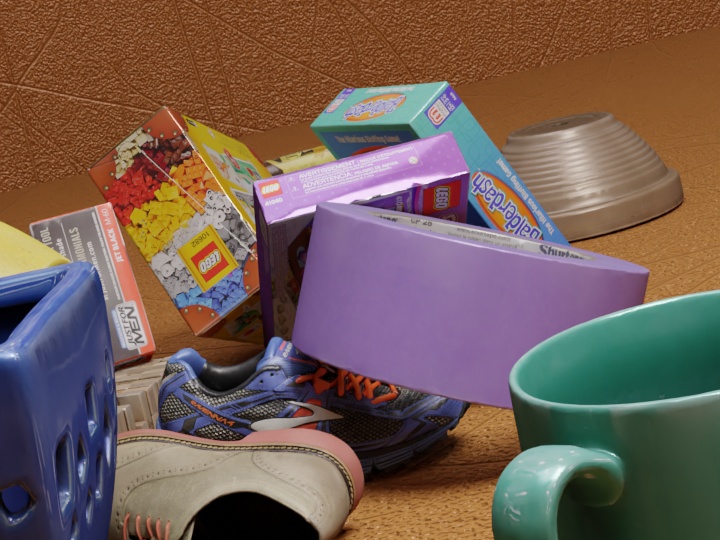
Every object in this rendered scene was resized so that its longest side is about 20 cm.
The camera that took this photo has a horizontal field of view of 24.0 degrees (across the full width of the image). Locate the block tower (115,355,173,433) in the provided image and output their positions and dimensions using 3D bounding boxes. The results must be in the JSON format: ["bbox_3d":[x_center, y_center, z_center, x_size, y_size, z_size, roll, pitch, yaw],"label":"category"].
[{"bbox_3d":[-0.160,0.110,1.077,0.053,0.058,0.200,-10,9,16],"label":"block tower"}]

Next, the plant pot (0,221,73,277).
[{"bbox_3d":[-0.224,0.048,0.927,0.140,0.202,0.200,-3,13,13],"label":"plant pot"}]

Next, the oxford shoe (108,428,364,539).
[{"bbox_3d":[-0.100,0.127,0.886,0.198,0.071,0.075,-12,17,17],"label":"oxford shoe"}]

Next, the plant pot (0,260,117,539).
[{"bbox_3d":[-0.202,0.117,0.753,0.198,0.182,0.200,-13,10,2],"label":"plant pot"}]

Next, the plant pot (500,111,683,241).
[{"bbox_3d":[0.195,-0.092,1.575,0.198,0.094,0.201,-12,11,2],"label":"plant pot"}]

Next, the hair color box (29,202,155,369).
[{"bbox_3d":[-0.199,0.028,1.248,0.063,0.112,0.200,-17,-6,-12],"label":"hair color box"}]

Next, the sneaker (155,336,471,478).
[{"bbox_3d":[-0.033,0.079,1.002,0.197,0.079,0.075,-6,13,8],"label":"sneaker"}]

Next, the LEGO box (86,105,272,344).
[{"bbox_3d":[-0.100,-0.027,1.267,0.077,0.150,0.200,-37,-13,9],"label":"LEGO box"}]

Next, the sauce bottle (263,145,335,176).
[{"bbox_3d":[-0.088,-0.109,2.078,0.198,0.065,0.065,-15,11,-13],"label":"sauce bottle"}]

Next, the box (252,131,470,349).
[{"bbox_3d":[0.000,0.000,1.141,0.135,0.201,0.039,-14,55,-11],"label":"box"}]

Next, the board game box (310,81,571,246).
[{"bbox_3d":[0.068,-0.044,1.212,0.045,0.200,0.152,-46,22,-17],"label":"board game box"}]

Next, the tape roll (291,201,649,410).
[{"bbox_3d":[0.063,0.020,0.986,0.198,0.086,0.200,11,4,-1],"label":"tape roll"}]

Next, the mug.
[{"bbox_3d":[0.130,0.087,0.684,0.183,0.116,0.152,-16,12,-9],"label":"mug"}]
